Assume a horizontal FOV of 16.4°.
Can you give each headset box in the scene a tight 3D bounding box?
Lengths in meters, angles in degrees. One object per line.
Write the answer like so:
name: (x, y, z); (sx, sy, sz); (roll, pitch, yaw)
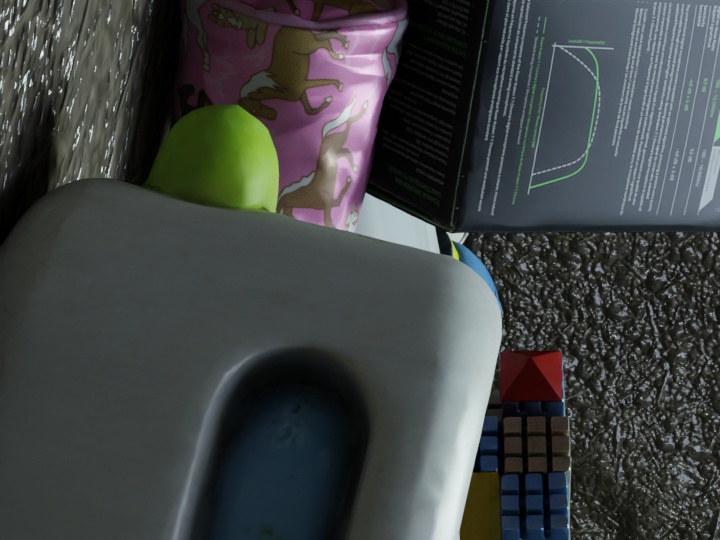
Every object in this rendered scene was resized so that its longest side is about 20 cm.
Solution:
headset box: (0.077, -0.081, 0.932); (0.174, 0.200, 0.093); (31, -63, 53)

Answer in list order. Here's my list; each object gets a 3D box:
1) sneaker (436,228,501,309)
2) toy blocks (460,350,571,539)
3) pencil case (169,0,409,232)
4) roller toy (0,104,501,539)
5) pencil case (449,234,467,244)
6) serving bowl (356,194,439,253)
sneaker: (0.018, 0.078, 1.159); (0.078, 0.066, 0.200); (46, 57, -40)
toy blocks: (0.057, 0.111, 0.973); (0.137, 0.100, 0.200); (84, 6, -50)
pencil case: (-0.036, -0.012, 0.852); (0.087, 0.083, 0.200); (37, -55, 45)
roller toy: (-0.035, 0.078, 0.648); (0.183, 0.140, 0.200); (-71, 173, -59)
pencil case: (0.011, -0.052, 1.271); (0.200, 0.089, 0.078); (61, 37, -75)
serving bowl: (0.000, 0.000, 1.048); (0.200, 0.066, 0.200); (-9, 90, -86)
